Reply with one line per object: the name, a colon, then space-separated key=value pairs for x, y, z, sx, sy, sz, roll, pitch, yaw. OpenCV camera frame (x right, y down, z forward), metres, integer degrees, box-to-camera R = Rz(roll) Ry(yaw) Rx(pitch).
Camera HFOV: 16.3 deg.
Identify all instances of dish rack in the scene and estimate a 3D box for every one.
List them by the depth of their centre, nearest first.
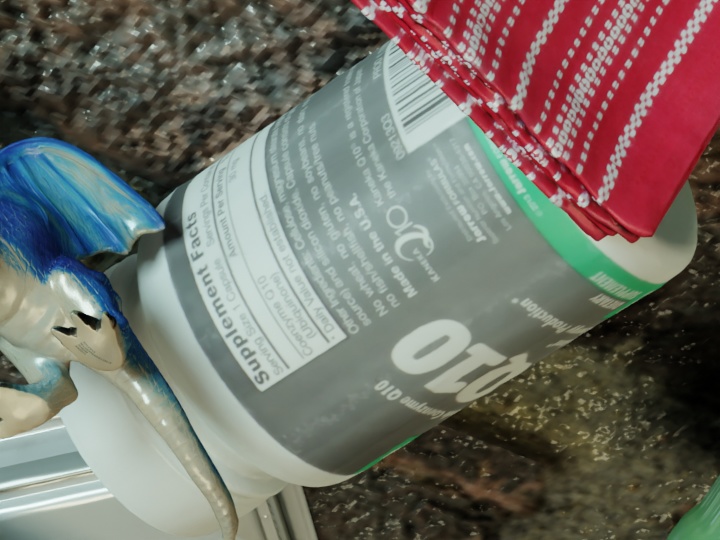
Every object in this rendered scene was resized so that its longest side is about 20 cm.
dish rack: x=-0.099 y=0.130 z=1.001 sx=0.171 sy=0.044 sz=0.200 roll=-13 pitch=139 yaw=1

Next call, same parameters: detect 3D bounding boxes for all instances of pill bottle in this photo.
pill bottle: x=0.000 y=0.000 z=0.825 sx=0.200 sy=0.113 sz=0.113 roll=-33 pitch=134 yaw=24

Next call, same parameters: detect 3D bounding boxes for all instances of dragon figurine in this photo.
dragon figurine: x=-0.101 y=-0.002 z=0.778 sx=0.200 sy=0.099 sz=0.059 roll=34 pitch=118 yaw=-12

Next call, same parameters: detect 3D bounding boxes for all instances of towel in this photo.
towel: x=0.053 y=-0.117 z=0.696 sx=0.200 sy=0.022 sz=0.145 roll=42 pitch=76 yaw=-33

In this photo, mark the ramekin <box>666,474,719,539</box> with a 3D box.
ramekin: x=0.223 y=0.110 z=0.934 sx=0.200 sy=0.200 sz=0.098 roll=21 pitch=102 yaw=-31
